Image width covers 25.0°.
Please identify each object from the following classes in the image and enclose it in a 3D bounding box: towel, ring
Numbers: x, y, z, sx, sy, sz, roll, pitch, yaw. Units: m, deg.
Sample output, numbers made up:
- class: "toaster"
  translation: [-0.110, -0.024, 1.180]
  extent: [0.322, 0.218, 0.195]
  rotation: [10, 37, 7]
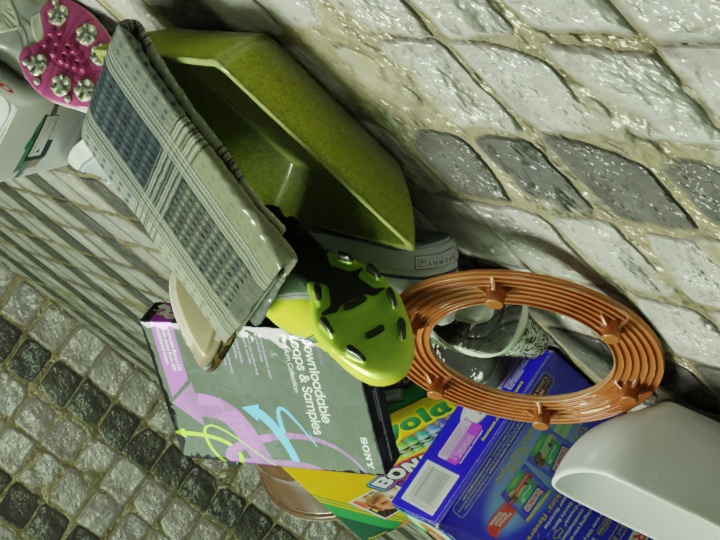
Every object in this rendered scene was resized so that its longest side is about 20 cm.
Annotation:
- class: "towel"
  translation: [-0.116, -0.056, 1.107]
  extent: [0.201, 0.034, 0.193]
  rotation: [55, 156, 5]
- class: "ring"
  translation: [0.111, 0.061, 1.130]
  extent: [0.199, 0.019, 0.201]
  rotation: [9, 149, 5]

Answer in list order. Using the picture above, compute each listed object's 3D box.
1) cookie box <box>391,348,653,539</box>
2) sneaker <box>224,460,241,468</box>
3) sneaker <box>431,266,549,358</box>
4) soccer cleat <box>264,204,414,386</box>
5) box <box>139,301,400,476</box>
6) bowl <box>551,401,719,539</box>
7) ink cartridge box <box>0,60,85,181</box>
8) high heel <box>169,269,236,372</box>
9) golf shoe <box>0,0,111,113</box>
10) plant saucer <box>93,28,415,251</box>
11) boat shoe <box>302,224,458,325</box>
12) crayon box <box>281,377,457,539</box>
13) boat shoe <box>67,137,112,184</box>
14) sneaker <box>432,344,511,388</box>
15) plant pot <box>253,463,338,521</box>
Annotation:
- class: "cookie box"
  translation: [0.152, 0.182, 1.331]
  extent: [0.200, 0.172, 0.075]
  rotation: [41, 168, -28]
- class: "sneaker"
  translation: [-0.108, 0.079, 1.405]
  extent: [0.090, 0.201, 0.076]
  rotation: [26, -154, 3]
- class: "sneaker"
  translation: [0.063, 0.030, 1.240]
  extent: [0.199, 0.077, 0.088]
  rotation: [26, 173, 45]
- class: "soccer cleat"
  translation: [-0.023, 0.027, 1.137]
  extent: [0.200, 0.064, 0.084]
  rotation: [40, 153, 42]
- class: "box"
  translation: [-0.074, 0.096, 1.333]
  extent: [0.198, 0.036, 0.144]
  rotation: [1, 121, 25]
- class: "bowl"
  translation: [0.247, 0.159, 1.171]
  extent: [0.199, 0.075, 0.200]
  rotation: [24, 168, 0]
- class: "ink cartridge box"
  translation: [-0.322, -0.149, 1.360]
  extent: [0.146, 0.085, 0.200]
  rotation: [34, -165, 6]
- class: "high heel"
  translation: [-0.090, 0.016, 1.284]
  extent: [0.071, 0.201, 0.143]
  rotation: [-11, 145, 18]
- class: "golf shoe"
  translation: [-0.240, -0.175, 1.285]
  extent: [0.199, 0.076, 0.091]
  rotation: [35, -179, 28]
- class: "plant saucer"
  translation: [-0.064, -0.102, 1.119]
  extent: [0.200, 0.048, 0.199]
  rotation: [42, 166, -31]
- class: "boat shoe"
  translation: [0.000, 0.000, 1.198]
  extent: [0.200, 0.073, 0.067]
  rotation: [18, 117, 59]
- class: "crayon box"
  translation: [0.048, 0.149, 1.437]
  extent: [0.173, 0.199, 0.059]
  rotation: [49, -160, -49]
- class: "boat shoe"
  translation: [-0.205, -0.097, 1.404]
  extent: [0.072, 0.070, 0.201]
  rotation: [46, 174, -8]
- class: "sneaker"
  translation: [0.020, 0.044, 1.312]
  extent: [0.115, 0.076, 0.199]
  rotation: [18, -177, -45]
- class: "plant pot"
  translation: [-0.053, 0.102, 1.563]
  extent: [0.200, 0.201, 0.199]
  rotation: [22, 154, 44]
